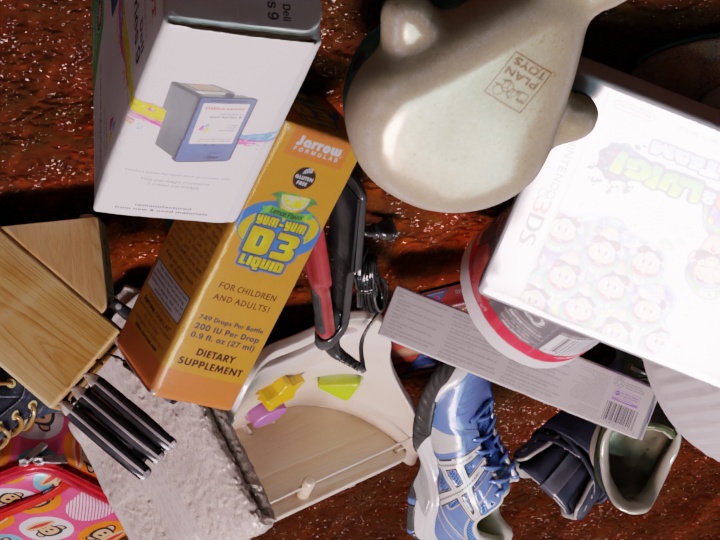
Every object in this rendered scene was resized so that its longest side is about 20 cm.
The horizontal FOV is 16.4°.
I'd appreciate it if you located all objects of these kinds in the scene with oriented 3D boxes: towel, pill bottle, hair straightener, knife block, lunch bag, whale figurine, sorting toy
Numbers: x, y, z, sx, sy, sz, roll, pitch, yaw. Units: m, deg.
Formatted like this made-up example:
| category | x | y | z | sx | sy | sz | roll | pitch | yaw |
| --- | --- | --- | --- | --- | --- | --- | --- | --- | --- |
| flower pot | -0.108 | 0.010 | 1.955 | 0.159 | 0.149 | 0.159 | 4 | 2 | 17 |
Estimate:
| category | x | y | z | sx | sy | sz | roll | pitch | yaw |
| --- | --- | --- | --- | --- | --- | --- | --- | --- | --- |
| towel | -0.146 | 0.115 | 1.776 | 0.132 | 0.201 | 0.034 | -30 | 176 | 43 |
| pill bottle | 0.161 | -0.023 | 1.640 | 0.110 | 0.111 | 0.200 | 11 | 149 | -30 |
| hair straightener | 0.000 | 0.000 | 1.698 | 0.077 | 0.041 | 0.201 | -29 | 142 | -17 |
| knife block | -0.209 | 0.056 | 1.644 | 0.199 | 0.177 | 0.064 | -5 | 174 | -1 |
| lunch bag | -0.288 | 0.174 | 1.989 | 0.199 | 0.082 | 0.176 | -22 | 145 | 27 |
| whale figurine | 0.074 | -0.130 | 1.451 | 0.159 | 0.104 | 0.200 | 27 | 117 | -27 |
| sorting toy | -0.049 | 0.099 | 1.830 | 0.199 | 0.107 | 0.180 | -23 | 154 | -25 |

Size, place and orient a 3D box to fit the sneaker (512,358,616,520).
| category | x | y | z | sx | sy | sz | roll | pitch | yaw |
| --- | --- | --- | --- | --- | --- | --- | --- | --- | --- |
| sneaker | 0.195 | 0.110 | 1.876 | 0.146 | 0.077 | 0.202 | -41 | 172 | -32 |

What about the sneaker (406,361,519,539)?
| category | x | y | z | sx | sy | sz | roll | pitch | yaw |
| --- | --- | --- | --- | --- | --- | --- | --- | --- | --- |
| sneaker | 0.084 | 0.132 | 1.874 | 0.077 | 0.076 | 0.201 | 20 | 136 | 21 |

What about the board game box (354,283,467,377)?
| category | x | y | z | sx | sy | sz | roll | pitch | yaw |
| --- | --- | --- | --- | --- | --- | --- | --- | --- | --- |
| board game box | 0.106 | 0.033 | 1.845 | 0.199 | 0.020 | 0.103 | -14 | 151 | 17 |

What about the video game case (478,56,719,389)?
| category | x | y | z | sx | sy | sz | roll | pitch | yaw |
| --- | --- | --- | --- | --- | --- | --- | --- | --- | --- |
| video game case | 0.193 | -0.021 | 1.538 | 0.199 | 0.024 | 0.183 | 21 | 127 | 0 |

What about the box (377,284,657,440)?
| category | x | y | z | sx | sy | sz | roll | pitch | yaw |
| --- | --- | --- | --- | --- | --- | --- | --- | --- | --- |
| box | 0.111 | 0.064 | 1.742 | 0.199 | 0.042 | 0.039 | 21 | 179 | 13 |

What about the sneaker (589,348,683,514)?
| category | x | y | z | sx | sy | sz | roll | pitch | yaw |
| --- | --- | --- | --- | --- | --- | --- | --- | --- | --- |
| sneaker | 0.210 | 0.083 | 1.776 | 0.067 | 0.090 | 0.201 | 10 | 115 | -5 |

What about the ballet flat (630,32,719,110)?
| category | x | y | z | sx | sy | sz | roll | pitch | yaw |
| --- | --- | --- | --- | --- | --- | --- | --- | --- | --- |
| ballet flat | 0.267 | -0.113 | 1.530 | 0.199 | 0.068 | 0.068 | -8 | 153 | 5 |

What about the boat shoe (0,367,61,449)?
| category | x | y | z | sx | sy | sz | roll | pitch | yaw |
| --- | --- | --- | --- | --- | --- | --- | --- | --- | --- |
| boat shoe | -0.265 | 0.103 | 1.830 | 0.199 | 0.091 | 0.071 | 6 | 151 | -23 |

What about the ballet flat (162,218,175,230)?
| category | x | y | z | sx | sy | sz | roll | pitch | yaw |
| --- | --- | --- | --- | --- | --- | --- | --- | --- | --- |
| ballet flat | -0.094 | -0.018 | 1.664 | 0.070 | 0.071 | 0.200 | -6 | 156 | 0 |

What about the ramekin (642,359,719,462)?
| category | x | y | z | sx | sy | sz | roll | pitch | yaw |
| --- | --- | --- | --- | --- | --- | --- | --- | --- | --- |
| ramekin | 0.279 | 0.041 | 1.708 | 0.200 | 0.201 | 0.105 | 19 | 155 | -40 |

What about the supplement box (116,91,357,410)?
| category | x | y | z | sx | sy | sz | roll | pitch | yaw |
| --- | --- | --- | --- | --- | --- | --- | --- | --- | --- |
| supplement box | -0.076 | -0.016 | 1.550 | 0.066 | 0.069 | 0.201 | 14 | 110 | -34 |

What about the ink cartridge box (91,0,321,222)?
| category | x | y | z | sx | sy | sz | roll | pitch | yaw |
| --- | --- | --- | --- | --- | --- | --- | --- | --- | --- |
| ink cartridge box | -0.086 | -0.136 | 1.325 | 0.087 | 0.146 | 0.200 | 5 | 153 | -17 |
